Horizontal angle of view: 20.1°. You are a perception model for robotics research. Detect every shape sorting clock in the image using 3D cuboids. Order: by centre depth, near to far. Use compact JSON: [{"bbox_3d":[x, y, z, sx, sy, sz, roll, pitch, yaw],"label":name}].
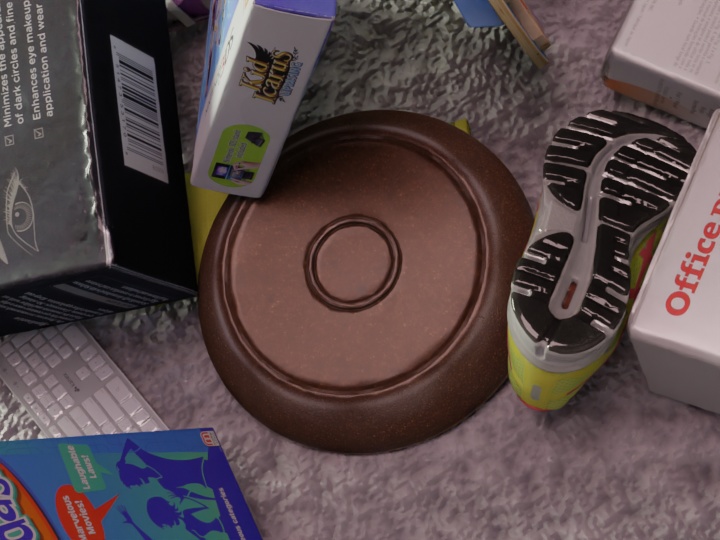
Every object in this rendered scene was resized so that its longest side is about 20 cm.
[{"bbox_3d":[0.050,-0.199,1.128,0.039,0.200,0.200,-29,60,9],"label":"shape sorting clock"}]

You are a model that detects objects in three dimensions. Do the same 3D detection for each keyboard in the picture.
[{"bbox_3d":[-0.138,0.097,1.146,0.056,0.011,0.200,-40,61,-6],"label":"keyboard"}]

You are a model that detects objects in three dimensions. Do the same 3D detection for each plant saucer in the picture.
[{"bbox_3d":[0.000,0.000,1.123,0.200,0.034,0.201,-4,72,13],"label":"plant saucer"}]

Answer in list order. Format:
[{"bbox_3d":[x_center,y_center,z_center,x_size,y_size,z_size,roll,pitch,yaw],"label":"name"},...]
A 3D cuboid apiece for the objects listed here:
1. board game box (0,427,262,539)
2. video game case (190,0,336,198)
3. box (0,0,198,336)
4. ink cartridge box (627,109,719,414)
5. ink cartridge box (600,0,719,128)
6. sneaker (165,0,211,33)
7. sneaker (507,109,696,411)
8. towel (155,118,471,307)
[{"bbox_3d":[-0.131,0.156,1.008,0.045,0.200,0.152,-46,60,36],"label":"board game box"},{"bbox_3d":[-0.049,-0.170,1.095,0.045,0.181,0.200,10,61,-11],"label":"video game case"},{"bbox_3d":[-0.212,-0.069,1.151,0.200,0.117,0.197,-11,77,19],"label":"box"},{"bbox_3d":[0.256,0.014,1.029,0.200,0.084,0.145,18,70,23],"label":"ink cartridge box"},{"bbox_3d":[0.258,-0.141,1.141,0.200,0.050,0.162,25,72,7],"label":"ink cartridge box"},{"bbox_3d":[-0.154,-0.141,1.243,0.200,0.073,0.115,-2,76,18],"label":"sneaker"},{"bbox_3d":[0.120,-0.007,1.086,0.078,0.090,0.200,23,49,13],"label":"sneaker"},{"bbox_3d":[-0.028,-0.033,1.176,0.199,0.018,0.086,-10,59,12],"label":"towel"}]
